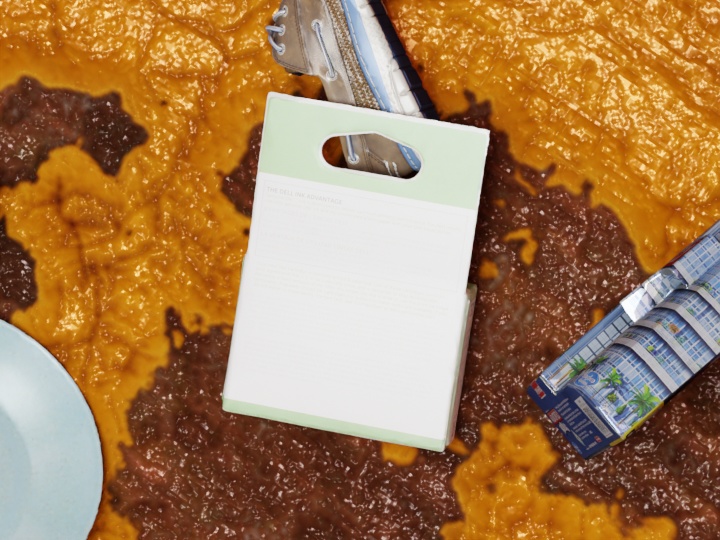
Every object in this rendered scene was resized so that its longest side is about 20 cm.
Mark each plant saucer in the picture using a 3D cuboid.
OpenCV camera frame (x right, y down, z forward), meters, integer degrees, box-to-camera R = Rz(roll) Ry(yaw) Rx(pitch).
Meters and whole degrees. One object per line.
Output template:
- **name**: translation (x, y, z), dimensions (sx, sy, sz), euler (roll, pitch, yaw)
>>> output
- **plant saucer**: translation (-0.261, 0.121, 1.583), dimensions (0.200, 0.039, 0.202), euler (11, 61, -21)

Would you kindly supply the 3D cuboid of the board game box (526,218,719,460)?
- **board game box**: translation (0.197, 0.020, 1.483), dimensions (0.200, 0.200, 0.062), euler (-41, 85, -6)

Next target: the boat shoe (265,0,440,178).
- **boat shoe**: translation (-0.019, -0.145, 1.558), dimensions (0.072, 0.072, 0.201), euler (-26, 86, 11)

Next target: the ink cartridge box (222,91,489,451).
- **ink cartridge box**: translation (0.000, 0.000, 1.561), dimensions (0.144, 0.048, 0.202), euler (10, 98, 10)
